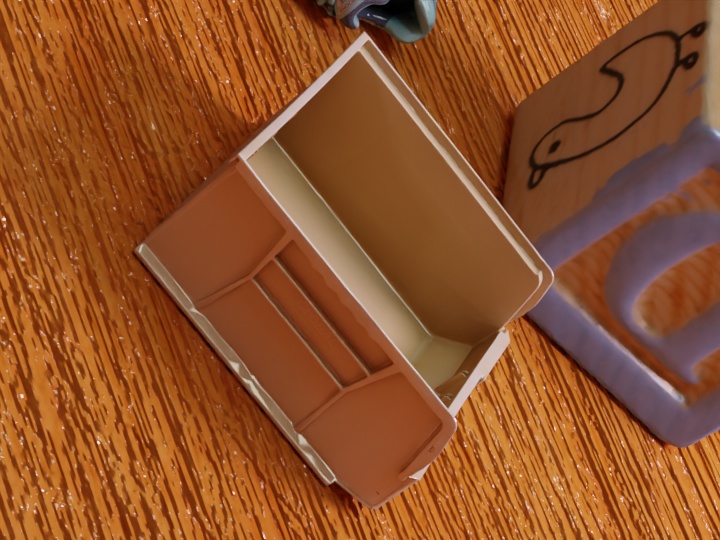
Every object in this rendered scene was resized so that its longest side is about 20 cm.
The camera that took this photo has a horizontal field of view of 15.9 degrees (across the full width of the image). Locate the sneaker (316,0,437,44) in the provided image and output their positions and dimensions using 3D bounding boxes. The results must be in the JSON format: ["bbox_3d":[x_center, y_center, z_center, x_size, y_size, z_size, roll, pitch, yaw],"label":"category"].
[{"bbox_3d":[-0.014,-0.207,1.657,0.199,0.077,0.087,20,47,-44],"label":"sneaker"}]

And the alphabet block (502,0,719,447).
[{"bbox_3d":[0.223,-0.042,1.714,0.196,0.195,0.200,43,31,-22],"label":"alphabet block"}]

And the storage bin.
[{"bbox_3d":[0.000,0.000,1.449,0.199,0.094,0.200,51,30,-7],"label":"storage bin"}]
